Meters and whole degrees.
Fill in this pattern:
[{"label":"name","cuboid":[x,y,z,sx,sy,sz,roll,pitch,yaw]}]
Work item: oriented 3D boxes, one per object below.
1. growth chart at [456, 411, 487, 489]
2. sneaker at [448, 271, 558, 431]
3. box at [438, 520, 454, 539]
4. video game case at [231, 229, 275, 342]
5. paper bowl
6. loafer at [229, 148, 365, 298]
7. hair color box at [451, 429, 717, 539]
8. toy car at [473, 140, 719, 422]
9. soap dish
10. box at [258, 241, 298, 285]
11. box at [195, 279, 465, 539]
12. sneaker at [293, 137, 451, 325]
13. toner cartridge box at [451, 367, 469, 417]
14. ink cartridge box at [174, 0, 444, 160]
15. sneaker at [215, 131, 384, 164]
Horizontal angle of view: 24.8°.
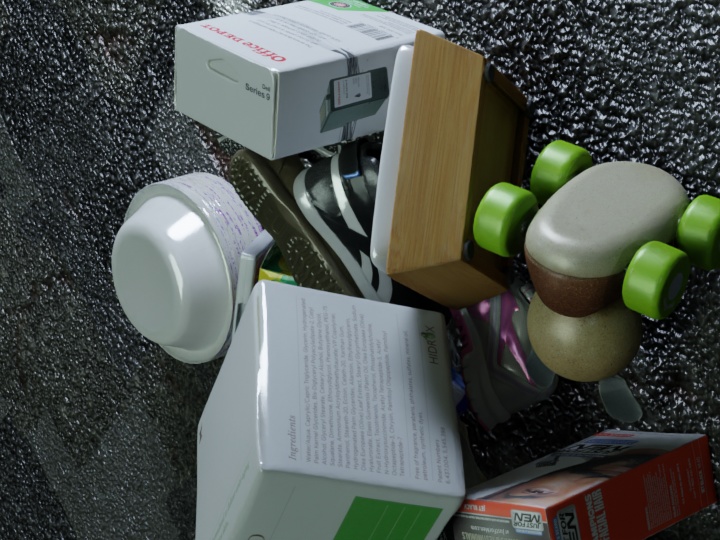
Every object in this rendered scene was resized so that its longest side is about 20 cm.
[{"label":"growth chart","cuboid":[0.088,0.158,1.426,0.145,0.018,0.201,95,158,-68]},{"label":"sneaker","cuboid":[0.124,0.036,1.433,0.088,0.081,0.201,-14,75,8]},{"label":"box","cuboid":[0.053,0.329,1.606,0.200,0.086,0.164,-22,87,50]},{"label":"video game case","cuboid":[-0.094,0.045,1.640,0.017,0.143,0.201,16,119,14]},{"label":"paper bowl","cuboid":[-0.191,0.002,1.762,0.200,0.104,0.202,19,117,43]},{"label":"loafer","cuboid":[-0.041,-0.038,1.511,0.200,0.067,0.076,56,150,2]},{"label":"hair color box","cuboid":[0.181,0.184,1.316,0.111,0.199,0.064,-3,101,49]},{"label":"toy car","cuboid":[0.189,0.026,1.301,0.164,0.158,0.201,24,131,30]},{"label":"soap dish","cuboid":[0.079,-0.078,1.340,0.081,0.157,0.201,3,79,24]},{"label":"box","cuboid":[-0.066,0.043,1.618,0.048,0.117,0.201,15,119,15]},{"label":"box","cuboid":[-0.032,0.153,1.347,0.201,0.171,0.199,-93,21,-44]},{"label":"sneaker","cuboid":[0.040,-0.029,1.450,0.112,0.073,0.200,-28,114,35]},{"label":"toner cartridge box","cuboid":[0.013,0.161,1.552,0.095,0.043,0.200,42,105,19]},{"label":"ink cartridge box","cuboid":[-0.047,-0.176,1.450,0.146,0.199,0.084,29,125,41]},{"label":"sneaker","cuboid":[-0.038,-0.137,1.564,0.199,0.080,0.074,13,114,27]}]
